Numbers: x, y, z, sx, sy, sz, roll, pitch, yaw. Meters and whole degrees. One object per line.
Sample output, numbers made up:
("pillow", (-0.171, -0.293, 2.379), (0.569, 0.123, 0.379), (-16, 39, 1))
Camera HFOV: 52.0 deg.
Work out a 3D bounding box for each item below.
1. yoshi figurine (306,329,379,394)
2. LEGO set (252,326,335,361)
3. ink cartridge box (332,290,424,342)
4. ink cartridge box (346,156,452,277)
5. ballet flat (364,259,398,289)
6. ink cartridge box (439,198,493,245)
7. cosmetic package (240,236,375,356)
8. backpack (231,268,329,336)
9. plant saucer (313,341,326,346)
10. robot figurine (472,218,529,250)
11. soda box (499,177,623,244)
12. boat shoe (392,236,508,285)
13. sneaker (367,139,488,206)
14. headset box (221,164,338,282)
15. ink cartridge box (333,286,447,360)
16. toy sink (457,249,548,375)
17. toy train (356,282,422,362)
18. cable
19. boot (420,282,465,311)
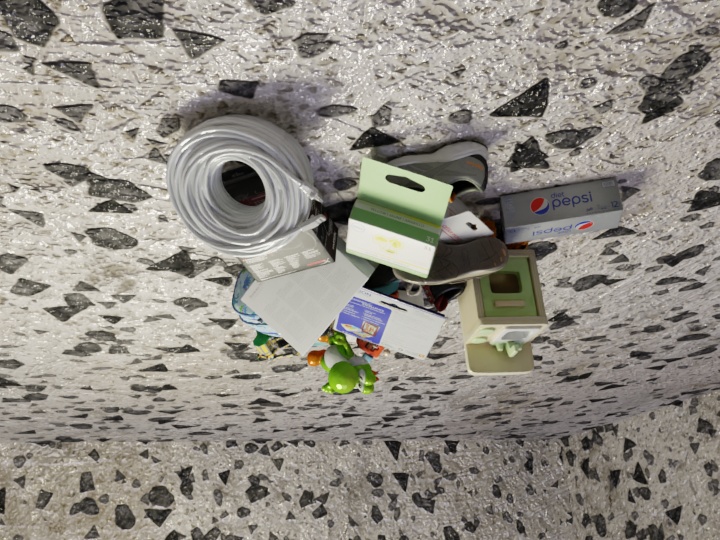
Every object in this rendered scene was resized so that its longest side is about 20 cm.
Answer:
("yoshi figurine", (-0.048, 0.189, 1.502), (0.111, 0.199, 0.114), (-36, 124, -17))
("LEGO set", (-0.130, 0.121, 1.531), (0.198, 0.154, 0.117), (-31, 129, -4))
("ink cartridge box", (0.028, 0.102, 1.649), (0.197, 0.086, 0.146), (6, 156, -24))
("ink cartridge box", (0.054, -0.075, 1.129), (0.143, 0.049, 0.201), (18, 152, 6))
("ballet flat", (0.000, 0.000, 1.392), (0.068, 0.069, 0.198), (44, 148, -24))
("ink cartridge box", (0.113, -0.081, 1.252), (0.197, 0.068, 0.115), (-17, 155, 27))
("cosmetic package", (-0.092, 0.024, 1.270), (0.201, 0.150, 0.052), (-49, -179, 24))
("backpack", (-0.151, 0.050, 1.416), (0.152, 0.166, 0.199), (20, 159, -32))
("plant saucer", (-0.112, 0.143, 1.795), (0.196, 0.028, 0.201), (-4, 158, -2))
("robot figurine", (0.244, -0.037, 1.396), (0.142, 0.059, 0.201), (-1, 157, -8))
("soda box", (0.339, -0.100, 1.259), (0.196, 0.065, 0.068), (-9, 156, 8))
("boat shoe", (0.152, -0.005, 1.258), (0.196, 0.076, 0.074), (-4, 159, 2))
("sneaker", (0.098, -0.133, 1.112), (0.197, 0.081, 0.074), (-13, 158, 23))
("headset box", (-0.141, -0.083, 1.130), (0.146, 0.076, 0.201), (-14, 138, 20))
("ink cartridge box", (0.054, 0.084, 1.379), (0.194, 0.048, 0.201), (20, 148, 2))
("toy sink", (0.254, 0.073, 1.324), (0.128, 0.204, 0.112), (0, 157, -8))
("toy train", (0.032, 0.082, 1.526), (0.149, 0.056, 0.202), (28, 100, -29))
("cable", (-0.160, -0.115, 1.000), (0.198, 0.070, 0.201), (-30, 111, 26))
("boot", (0.102, 0.016, 1.383), (0.198, 0.147, 0.072), (-19, 156, 34))
